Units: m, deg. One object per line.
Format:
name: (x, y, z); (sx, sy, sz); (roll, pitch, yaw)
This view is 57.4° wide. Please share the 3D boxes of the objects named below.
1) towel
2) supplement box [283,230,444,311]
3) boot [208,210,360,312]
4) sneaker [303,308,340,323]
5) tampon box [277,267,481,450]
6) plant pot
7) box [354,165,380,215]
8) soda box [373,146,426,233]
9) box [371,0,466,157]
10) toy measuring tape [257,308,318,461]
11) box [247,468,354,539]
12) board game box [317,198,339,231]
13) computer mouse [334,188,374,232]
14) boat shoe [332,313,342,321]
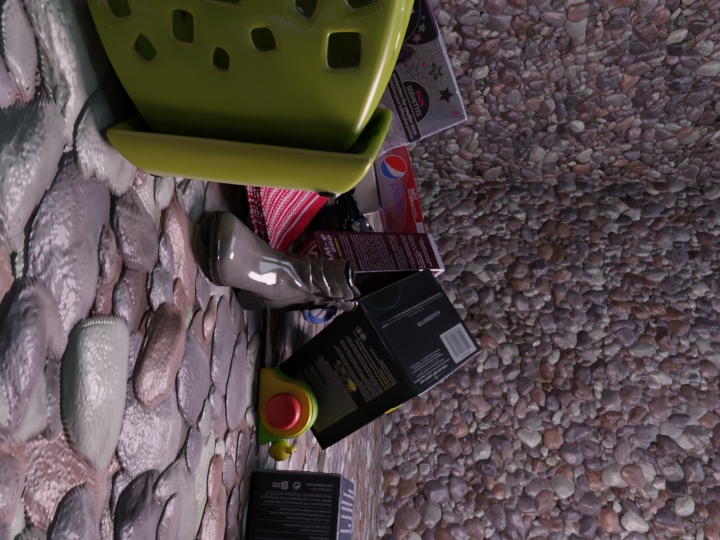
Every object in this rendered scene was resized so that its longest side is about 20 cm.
towel: (-0.069, -0.095, 0.709); (0.145, 0.022, 0.200); (-56, 169, -22)
supplement box: (0.000, 0.000, 0.852); (0.109, 0.199, 0.061); (-38, -116, 43)
boot: (-0.067, -0.006, 0.651); (0.200, 0.129, 0.068); (71, 21, -71)
sneaker: (-0.049, 0.034, 1.024); (0.200, 0.081, 0.075); (81, 11, -69)
tampon box: (0.020, 0.114, 0.837); (0.149, 0.200, 0.127); (-23, 77, -46)
plant pot: (-0.060, -0.162, 0.451); (0.200, 0.197, 0.183); (-74, 170, -67)
box: (-0.017, -0.195, 1.118); (0.082, 0.068, 0.202); (137, -57, -85)
soda box: (0.060, -0.131, 1.112); (0.070, 0.063, 0.202); (92, -11, -71)
box: (0.039, -0.249, 0.752); (0.132, 0.114, 0.202); (-65, 133, -74)
toy measuring tape: (-0.084, 0.127, 0.792); (0.074, 0.073, 0.202); (36, 56, -82)
box: (-0.071, 0.350, 0.789); (0.149, 0.106, 0.202); (76, 16, -67)
board game box: (-0.050, -0.075, 1.090); (0.201, 0.034, 0.136); (84, -2, -47)
computer mouse: (0.005, -0.041, 0.974); (0.139, 0.052, 0.201); (-99, 176, -49)
boat shoe: (0.015, 0.094, 0.989); (0.200, 0.068, 0.085); (163, -79, -66)
